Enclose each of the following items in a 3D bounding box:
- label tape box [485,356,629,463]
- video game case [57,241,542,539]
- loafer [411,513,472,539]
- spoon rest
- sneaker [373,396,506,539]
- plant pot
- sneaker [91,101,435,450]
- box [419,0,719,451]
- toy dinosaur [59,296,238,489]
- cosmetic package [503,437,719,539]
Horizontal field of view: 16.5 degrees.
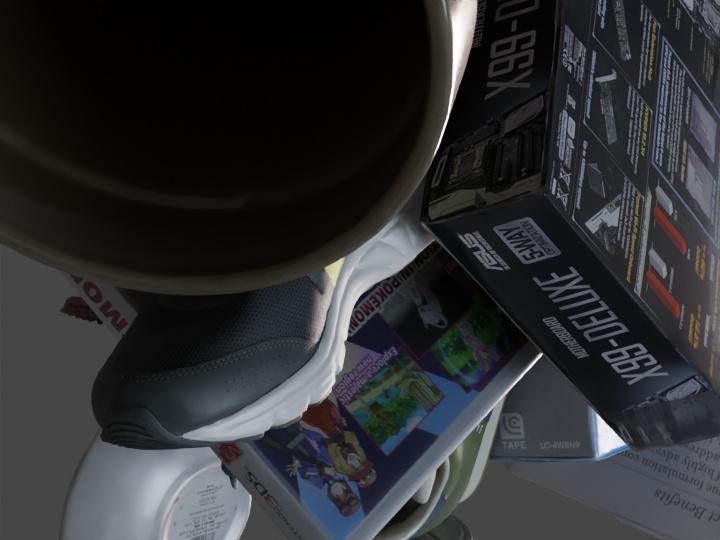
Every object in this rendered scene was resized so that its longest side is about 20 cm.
[{"bbox_3d":[0.111,-0.013,1.243,0.143,0.066,0.201,-9,94,-62],"label":"label tape box"},{"bbox_3d":[-0.014,-0.016,0.900,0.023,0.182,0.200,-38,-177,46],"label":"video game case"},{"bbox_3d":[-0.006,0.164,1.162,0.200,0.072,0.063,-22,136,-61],"label":"loafer"},{"bbox_3d":[-0.052,0.086,1.036,0.200,0.060,0.100,-7,115,-48],"label":"spoon rest"},{"bbox_3d":[0.031,0.042,1.135,0.090,0.067,0.201,-38,143,-54],"label":"sneaker"},{"bbox_3d":[-0.049,-0.123,0.740,0.174,0.199,0.201,-67,162,-49],"label":"plant pot"},{"bbox_3d":[-0.034,-0.018,0.804,0.200,0.074,0.085,-52,133,-48],"label":"sneaker"},{"bbox_3d":[0.092,-0.060,0.906,0.158,0.050,0.201,45,42,-42],"label":"box"},{"bbox_3d":[0.000,0.000,0.987,0.200,0.105,0.182,45,35,-27],"label":"toy dinosaur"},{"bbox_3d":[0.207,0.042,1.376,0.166,0.167,0.201,-3,112,-64],"label":"cosmetic package"}]
